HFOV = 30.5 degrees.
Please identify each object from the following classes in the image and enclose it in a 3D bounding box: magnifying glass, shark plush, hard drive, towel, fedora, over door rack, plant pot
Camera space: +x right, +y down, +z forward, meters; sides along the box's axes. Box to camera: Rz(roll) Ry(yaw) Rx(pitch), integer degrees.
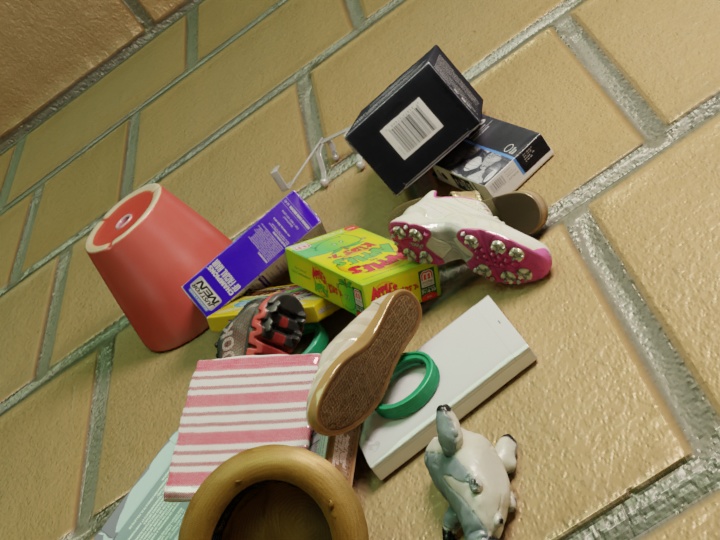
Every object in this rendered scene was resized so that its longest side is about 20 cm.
[{"bbox_3d":[-0.109,0.091,1.658,0.080,0.022,0.199,-50,27,-21],"label":"magnifying glass"},{"bbox_3d":[0.103,0.215,1.181,0.083,0.090,0.201,-49,41,27],"label":"shark plush"},{"bbox_3d":[0.079,0.118,1.371,0.200,0.026,0.132,-38,25,3],"label":"hard drive"},{"bbox_3d":[-0.117,0.164,1.377,0.145,0.030,0.201,-4,41,11],"label":"towel"},{"bbox_3d":[-0.074,0.264,1.236,0.200,0.201,0.082,-35,-14,9],"label":"fedora"},{"bbox_3d":[-0.022,-0.169,1.905,0.147,0.067,0.200,-25,9,29],"label":"over door rack"},{"bbox_3d":[-0.287,-0.014,1.903,0.200,0.178,0.201,-31,27,18],"label":"plant pot"},{"bbox_3d":[0.020,0.109,1.414,0.080,0.022,0.200,-46,28,-12],"label":"magnifying glass"}]

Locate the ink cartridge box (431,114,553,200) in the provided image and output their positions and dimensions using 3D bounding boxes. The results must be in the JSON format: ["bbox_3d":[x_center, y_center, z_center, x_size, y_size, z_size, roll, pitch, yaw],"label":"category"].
[{"bbox_3d":[0.156,-0.146,1.682,0.099,0.039,0.200,-44,25,-7],"label":"ink cartridge box"}]

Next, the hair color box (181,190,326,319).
[{"bbox_3d":[-0.141,-0.014,1.787,0.200,0.065,0.109,-42,-8,-3],"label":"hair color box"}]

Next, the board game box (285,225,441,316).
[{"bbox_3d":[0.000,0.000,1.581,0.101,0.048,0.200,-19,21,-25],"label":"board game box"}]

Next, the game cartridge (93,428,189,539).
[{"bbox_3d":[-0.190,0.259,1.380,0.133,0.042,0.200,28,74,34],"label":"game cartridge"}]

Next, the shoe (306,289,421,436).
[{"bbox_3d":[-0.003,0.097,1.365,0.053,0.070,0.200,-11,30,44],"label":"shoe"}]

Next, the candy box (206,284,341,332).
[{"bbox_3d":[-0.094,0.043,1.671,0.199,0.027,0.102,-8,18,42],"label":"candy box"}]

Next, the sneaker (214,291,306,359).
[{"bbox_3d":[-0.136,0.119,1.566,0.098,0.071,0.202,6,71,51],"label":"sneaker"}]

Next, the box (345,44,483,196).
[{"bbox_3d":[0.074,-0.201,1.729,0.148,0.104,0.200,-40,8,16],"label":"box"}]

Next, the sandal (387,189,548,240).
[{"bbox_3d":[0.137,-0.059,1.559,0.210,0.078,0.069,-8,7,37],"label":"sandal"}]

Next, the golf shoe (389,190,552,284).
[{"bbox_3d":[0.130,-0.045,1.465,0.199,0.076,0.092,16,50,31],"label":"golf shoe"}]

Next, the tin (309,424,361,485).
[{"bbox_3d":[-0.053,0.207,1.360,0.112,0.042,0.201,-32,31,30],"label":"tin"}]
